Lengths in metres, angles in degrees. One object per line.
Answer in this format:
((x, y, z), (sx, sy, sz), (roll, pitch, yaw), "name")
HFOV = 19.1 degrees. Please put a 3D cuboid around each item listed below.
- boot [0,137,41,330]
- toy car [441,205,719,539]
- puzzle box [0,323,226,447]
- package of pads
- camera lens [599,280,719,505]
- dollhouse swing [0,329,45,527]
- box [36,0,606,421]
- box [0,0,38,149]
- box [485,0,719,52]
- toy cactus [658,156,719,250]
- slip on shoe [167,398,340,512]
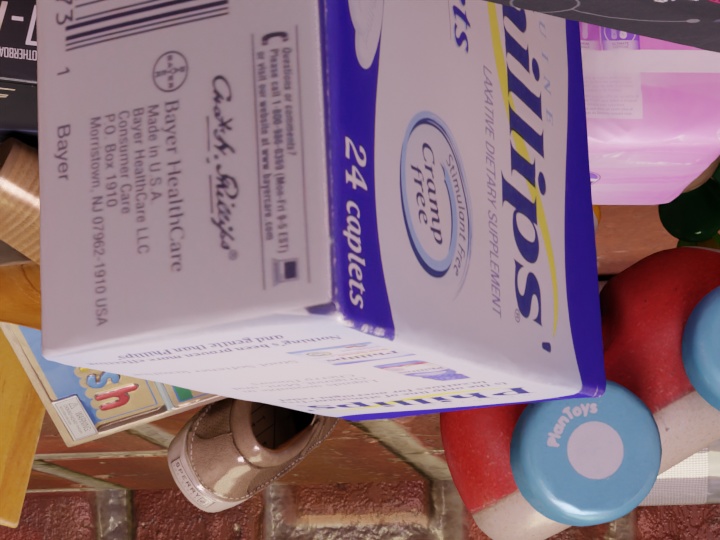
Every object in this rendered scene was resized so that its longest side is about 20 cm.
((-0.138, 0.015, 0.987), (0.144, 0.071, 0.201), (33, 149, -20), "boot")
((0.091, 0.007, 0.997), (0.177, 0.200, 0.184), (-30, 176, -8), "toy car")
((-0.126, 0.015, 1.152), (0.133, 0.025, 0.200), (-18, 142, 0), "puzzle box")
((0.052, -0.071, 0.892), (0.200, 0.076, 0.121), (0, 168, -4), "package of pads")
((0.214, 0.085, 1.503), (0.200, 0.160, 0.160), (-2, 169, 5), "camera lens")
((-0.308, 0.082, 1.369), (0.200, 0.182, 0.176), (15, 159, -11), "dollhouse swing")
((-0.008, -0.053, 0.691), (0.105, 0.184, 0.200), (-8, 168, 26), "box")
((-0.174, -0.078, 0.919), (0.160, 0.044, 0.200), (4, 169, -27), "box")
((0.065, -0.127, 0.511), (0.200, 0.106, 0.122), (7, 166, -34), "box")
((0.184, -0.054, 1.018), (0.165, 0.102, 0.200), (22, 165, -15), "toy cactus")
((-0.045, 0.075, 1.285), (0.061, 0.076, 0.200), (-35, -178, 32), "slip on shoe")
